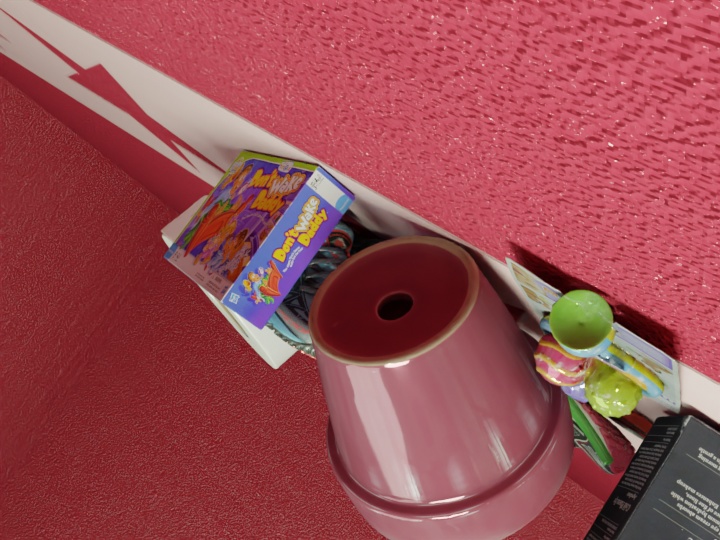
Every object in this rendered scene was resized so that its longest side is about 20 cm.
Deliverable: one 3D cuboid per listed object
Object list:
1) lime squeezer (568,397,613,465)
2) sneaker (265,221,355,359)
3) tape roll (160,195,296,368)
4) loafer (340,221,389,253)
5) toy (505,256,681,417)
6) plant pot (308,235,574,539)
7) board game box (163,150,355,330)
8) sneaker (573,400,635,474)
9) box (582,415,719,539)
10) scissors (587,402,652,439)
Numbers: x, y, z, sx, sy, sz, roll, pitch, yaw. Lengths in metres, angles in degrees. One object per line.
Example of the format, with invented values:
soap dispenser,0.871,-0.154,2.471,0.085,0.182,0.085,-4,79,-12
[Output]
lime squeezer,0.165,0.115,0.784,0.038,0.071,0.200,18,-179,-33
sneaker,-0.046,-0.004,0.745,0.079,0.096,0.200,30,-158,-33
tape roll,-0.136,0.014,0.938,0.202,0.071,0.203,47,169,13
loafer,0.000,0.000,0.818,0.063,0.072,0.200,32,175,-30
toy,0.153,0.063,0.555,0.115,0.047,0.200,34,174,27
plant pot,0.051,0.080,0.632,0.200,0.200,0.179,29,152,46
board game box,-0.099,-0.037,0.747,0.045,0.135,0.200,39,173,-28
sneaker,0.192,0.157,0.829,0.081,0.075,0.200,37,175,-29
box,0.270,0.237,0.606,0.200,0.182,0.104,33,174,11
scissors,0.207,0.113,0.826,0.200,0.014,0.073,32,176,35
